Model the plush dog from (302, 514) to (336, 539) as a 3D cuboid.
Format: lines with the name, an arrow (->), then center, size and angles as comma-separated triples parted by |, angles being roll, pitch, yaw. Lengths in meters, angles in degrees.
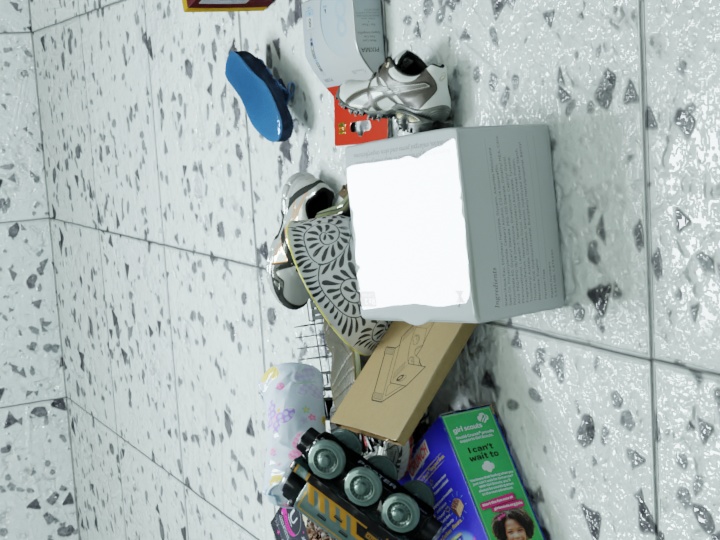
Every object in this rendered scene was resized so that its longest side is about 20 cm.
plush dog -> -0.005, 0.369, 1.562 | 0.200, 0.161, 0.172 | 26, 155, 10

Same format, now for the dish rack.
dish rack -> -0.050, 0.114, 1.808 | 0.153, 0.054, 0.200 | -13, 84, 63

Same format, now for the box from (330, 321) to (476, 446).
box -> 0.058, 0.109, 1.484 | 0.200, 0.021, 0.163 | -57, 23, -15

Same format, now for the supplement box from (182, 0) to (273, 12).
supplement box -> -0.180, -0.503, 1.821 | 0.200, 0.133, 0.198 | -18, 80, 63

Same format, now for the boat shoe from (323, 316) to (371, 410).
boat shoe -> -0.002, 0.118, 1.665 | 0.072, 0.066, 0.201 | -54, 35, 41

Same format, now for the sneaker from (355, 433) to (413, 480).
sneaker -> 0.007, 0.228, 1.534 | 0.200, 0.082, 0.078 | 124, 153, -46

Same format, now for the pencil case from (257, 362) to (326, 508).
pencil case -> -0.091, 0.222, 1.705 | 0.083, 0.091, 0.200 | 106, 162, -51

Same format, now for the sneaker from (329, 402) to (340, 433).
sneaker -> 0.002, 0.230, 1.713 | 0.075, 0.082, 0.200 | 12, 91, 31

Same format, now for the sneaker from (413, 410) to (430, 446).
sneaker -> 0.067, 0.189, 1.590 | 0.088, 0.076, 0.200 | 45, 142, 32

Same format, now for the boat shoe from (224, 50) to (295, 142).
boat shoe -> -0.136, -0.270, 1.872 | 0.084, 0.069, 0.200 | -60, 45, 39

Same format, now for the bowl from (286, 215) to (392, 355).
bowl -> 0.000, 0.000, 1.596 | 0.201, 0.094, 0.201 | 55, -166, -21

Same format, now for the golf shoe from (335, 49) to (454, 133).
golf shoe -> 0.045, -0.223, 1.513 | 0.200, 0.078, 0.095 | 23, 114, 47

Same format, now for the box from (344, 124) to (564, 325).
box -> 0.098, -0.049, 1.346 | 0.199, 0.131, 0.200 | -1, 96, 54

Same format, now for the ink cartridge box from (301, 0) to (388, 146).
ink cartridge box -> -0.023, -0.267, 1.660 | 0.160, 0.047, 0.200 | 6, 100, 63

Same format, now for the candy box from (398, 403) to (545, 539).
candy box -> 0.128, 0.286, 1.468 | 0.200, 0.077, 0.169 | 68, 152, 25

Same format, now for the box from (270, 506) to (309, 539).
box -> -0.021, 0.400, 1.736 | 0.200, 0.132, 0.115 | 66, 146, 29

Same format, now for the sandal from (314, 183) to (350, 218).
sandal -> 0.006, -0.090, 1.639 | 0.201, 0.080, 0.057 | -32, 40, 60

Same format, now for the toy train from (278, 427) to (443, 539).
toy train -> -0.003, 0.271, 1.457 | 0.200, 0.085, 0.114 | 34, 106, 12

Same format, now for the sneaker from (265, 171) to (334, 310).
sneaker -> -0.083, -0.039, 1.797 | 0.080, 0.074, 0.200 | 20, 106, 55
